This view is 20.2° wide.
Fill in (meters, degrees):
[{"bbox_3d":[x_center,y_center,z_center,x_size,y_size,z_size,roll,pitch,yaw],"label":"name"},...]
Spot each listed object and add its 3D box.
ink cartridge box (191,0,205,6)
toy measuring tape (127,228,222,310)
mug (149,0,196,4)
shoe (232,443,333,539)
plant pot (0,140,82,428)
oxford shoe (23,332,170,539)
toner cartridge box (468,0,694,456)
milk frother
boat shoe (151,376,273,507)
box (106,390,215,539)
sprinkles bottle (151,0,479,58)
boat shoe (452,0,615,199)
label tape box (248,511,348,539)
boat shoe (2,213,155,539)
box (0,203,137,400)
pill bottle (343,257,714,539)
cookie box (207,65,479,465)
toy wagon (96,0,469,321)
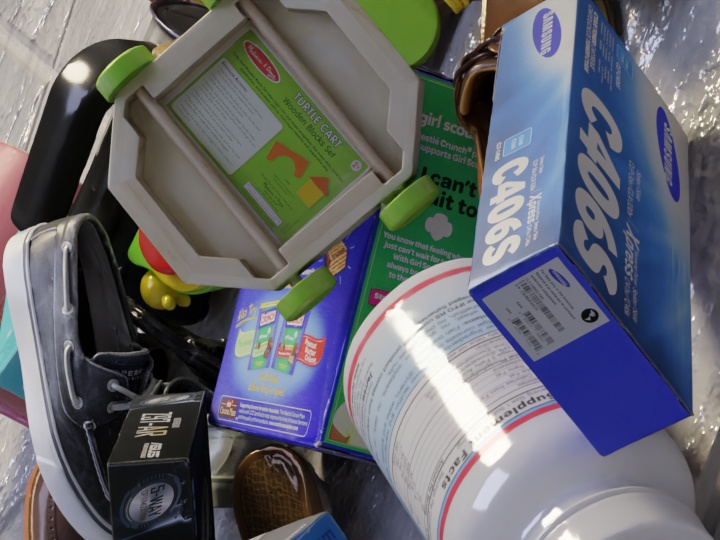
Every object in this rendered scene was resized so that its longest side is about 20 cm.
[{"bbox_3d":[-0.025,-0.231,1.141,0.047,0.199,0.199,-102,34,-72],"label":"ink cartridge box"},{"bbox_3d":[-0.077,-0.049,1.166,0.201,0.073,0.074,-60,28,30],"label":"toy measuring tape"},{"bbox_3d":[-0.101,-0.243,1.350,0.200,0.177,0.134,175,110,-68],"label":"mug"},{"bbox_3d":[-0.031,0.193,1.085,0.070,0.053,0.201,-13,63,20],"label":"shoe"},{"bbox_3d":[-0.285,0.005,1.582,0.180,0.200,0.200,-62,23,-12],"label":"plant pot"},{"bbox_3d":[-0.181,0.138,1.404,0.072,0.071,0.201,3,78,61],"label":"oxford shoe"},{"bbox_3d":[0.093,-0.027,0.823,0.043,0.095,0.200,-27,28,25],"label":"toner cartridge box"},{"bbox_3d":[-0.101,-0.046,1.303,0.199,0.180,0.189,32,111,20],"label":"milk frother"},{"bbox_3d":[-0.107,0.102,1.261,0.200,0.070,0.072,4,92,59],"label":"boat shoe"},{"bbox_3d":[-0.103,0.181,1.102,0.160,0.043,0.201,-99,5,-82],"label":"box"},{"bbox_3d":[-0.012,-0.137,1.080,0.199,0.068,0.068,-32,22,-12],"label":"sprinkles bottle"},{"bbox_3d":[0.082,-0.094,0.989,0.072,0.067,0.201,-50,34,42],"label":"boat shoe"},{"bbox_3d":[-0.047,0.208,0.972,0.063,0.145,0.200,-38,6,-38],"label":"label tape box"},{"bbox_3d":[-0.156,0.065,1.213,0.068,0.072,0.201,-17,83,32],"label":"boat shoe"},{"bbox_3d":[-0.197,0.025,1.377,0.049,0.082,0.200,-51,21,21],"label":"box"},{"bbox_3d":[0.073,0.084,0.851,0.109,0.108,0.200,-65,30,19],"label":"pill bottle"},{"bbox_3d":[0.000,0.000,1.096,0.171,0.075,0.201,2,77,66],"label":"cookie box"},{"bbox_3d":[-0.028,-0.080,0.999,0.200,0.155,0.040,-40,-5,6],"label":"toy wagon"}]
